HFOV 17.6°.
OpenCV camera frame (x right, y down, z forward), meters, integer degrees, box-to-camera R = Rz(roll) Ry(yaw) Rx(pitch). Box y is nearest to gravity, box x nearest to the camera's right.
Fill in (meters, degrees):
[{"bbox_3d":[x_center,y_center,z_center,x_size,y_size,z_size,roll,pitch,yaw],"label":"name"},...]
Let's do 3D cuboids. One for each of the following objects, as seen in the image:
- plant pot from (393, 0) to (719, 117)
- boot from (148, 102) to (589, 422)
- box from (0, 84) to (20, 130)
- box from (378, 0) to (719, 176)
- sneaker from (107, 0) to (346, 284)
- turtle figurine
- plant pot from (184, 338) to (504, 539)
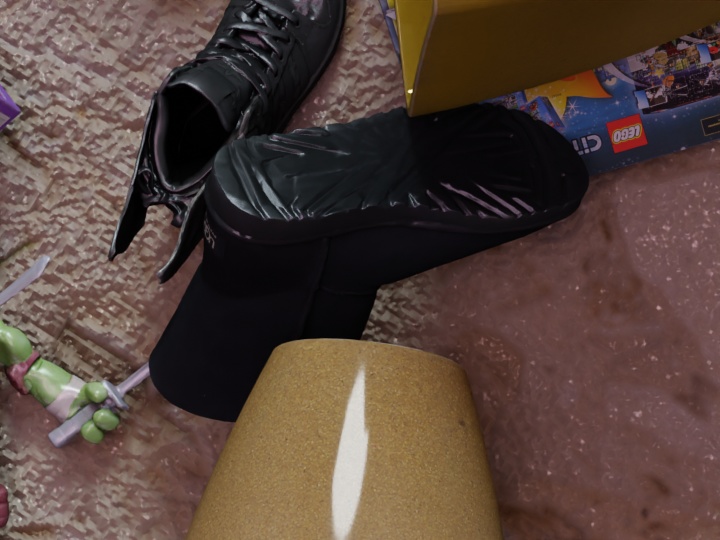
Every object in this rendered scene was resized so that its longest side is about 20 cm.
[{"bbox_3d":[0.102,-0.194,1.034,0.176,0.200,0.200,-6,81,-2],"label":"plant pot"},{"bbox_3d":[0.000,0.000,1.169,0.200,0.168,0.076,-7,54,-22],"label":"boot"},{"bbox_3d":[-0.295,-0.070,1.237,0.200,0.039,0.137,-42,68,6],"label":"box"},{"bbox_3d":[0.119,-0.120,1.166,0.200,0.038,0.137,-16,115,8],"label":"box"},{"bbox_3d":[-0.066,-0.088,1.183,0.060,0.104,0.200,25,90,8],"label":"sneaker"},{"bbox_3d":[-0.189,0.078,1.186,0.200,0.144,0.194,9,90,12],"label":"turtle figurine"},{"bbox_3d":[-0.007,0.139,1.074,0.186,0.186,0.200,5,75,8],"label":"plant pot"}]
